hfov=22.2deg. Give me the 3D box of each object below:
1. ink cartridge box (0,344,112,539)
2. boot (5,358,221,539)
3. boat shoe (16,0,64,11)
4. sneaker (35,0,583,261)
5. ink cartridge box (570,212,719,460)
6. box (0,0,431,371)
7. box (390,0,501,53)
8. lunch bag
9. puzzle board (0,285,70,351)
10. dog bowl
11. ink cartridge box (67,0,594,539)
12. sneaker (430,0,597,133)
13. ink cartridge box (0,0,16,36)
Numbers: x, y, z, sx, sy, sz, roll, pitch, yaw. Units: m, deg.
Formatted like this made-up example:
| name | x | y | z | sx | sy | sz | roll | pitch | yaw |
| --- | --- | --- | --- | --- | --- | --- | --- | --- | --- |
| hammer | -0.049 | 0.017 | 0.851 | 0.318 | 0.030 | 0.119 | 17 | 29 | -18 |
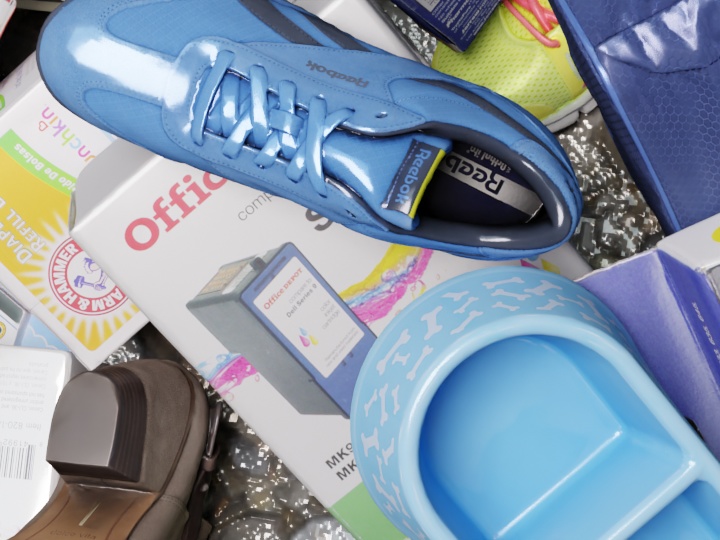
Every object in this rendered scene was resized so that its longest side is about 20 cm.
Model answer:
| name | x | y | z | sx | sy | sz | roll | pitch | yaw |
| --- | --- | --- | --- | --- | --- | --- | --- | --- | --- |
| ink cartridge box | -0.184 | 0.133 | 0.817 | 0.116 | 0.067 | 0.200 | 5 | 82 | 11 |
| boot | -0.108 | 0.131 | 0.761 | 0.070 | 0.146 | 0.200 | 16 | 77 | 15 |
| boat shoe | -0.197 | -0.184 | 0.898 | 0.201 | 0.074 | 0.063 | 30 | 126 | 23 |
| sneaker | -0.015 | -0.052 | 0.639 | 0.200 | 0.078 | 0.066 | 18 | 103 | -10 |
| ink cartridge box | 0.200 | 0.054 | 0.683 | 0.200 | 0.047 | 0.198 | -25 | 112 | 8 |
| box | -0.085 | -0.070 | 0.804 | 0.200 | 0.101 | 0.113 | -41 | 108 | 4 |
| box | 0.031 | -0.162 | 0.681 | 0.032 | 0.200 | 0.121 | 38 | 96 | 21 |
| lunch bag | 0.152 | -0.093 | 0.705 | 0.132 | 0.200 | 0.136 | -28 | 45 | 7 |
| puzzle board | -0.246 | 0.038 | 0.896 | 0.200 | 0.017 | 0.151 | 37 | 90 | 21 |
| dog bowl | 0.084 | 0.091 | 0.652 | 0.111 | 0.050 | 0.200 | -40 | 101 | -1 |
| ink cartridge box | 0.000 | 0.000 | 0.739 | 0.145 | 0.088 | 0.200 | -40 | 105 | 3 |
| sneaker | 0.102 | -0.137 | 0.792 | 0.200 | 0.090 | 0.078 | -42 | 69 | 4 |
| ink cartridge box | -0.262 | -0.125 | 0.825 | 0.200 | 0.144 | 0.084 | 20 | 82 | 61 |
